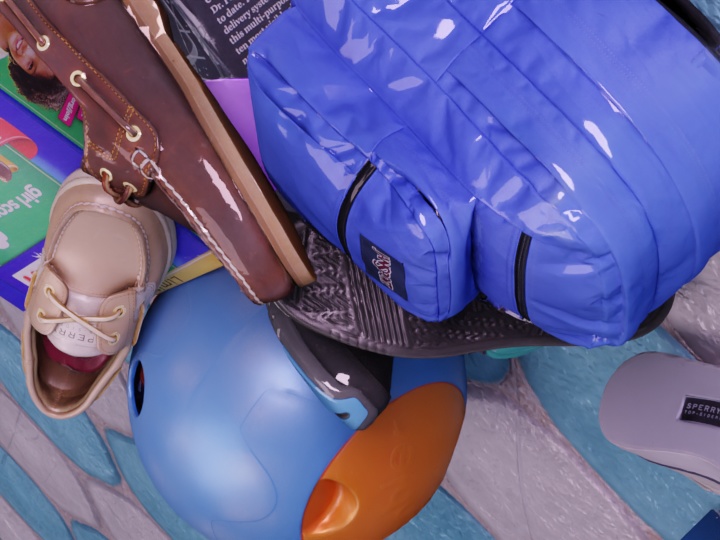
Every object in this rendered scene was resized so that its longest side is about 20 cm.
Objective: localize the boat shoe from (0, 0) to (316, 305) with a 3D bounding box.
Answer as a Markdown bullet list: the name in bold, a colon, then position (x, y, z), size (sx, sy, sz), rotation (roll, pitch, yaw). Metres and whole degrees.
- **boat shoe**: position (-0.094, -0.064, 1.087), size (0.201, 0.070, 0.070), rotation (57, 179, 13)

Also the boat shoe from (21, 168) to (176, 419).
- **boat shoe**: position (-0.148, 0.019, 1.351), size (0.073, 0.069, 0.200), rotation (17, 147, -1)

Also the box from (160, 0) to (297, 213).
- **box**: position (-0.073, -0.147, 1.227), size (0.200, 0.124, 0.197), rotation (14, 138, 59)

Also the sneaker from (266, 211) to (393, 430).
- **sneaker**: position (0.000, 0.000, 1.274), size (0.073, 0.082, 0.201), rotation (50, -160, -33)

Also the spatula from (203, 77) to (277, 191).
- **spatula**: position (-0.001, -0.069, 1.141), size (0.021, 0.199, 0.057), rotation (-156, 59, -74)

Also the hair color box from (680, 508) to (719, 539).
- **hair color box**: position (0.215, 0.228, 1.392), size (0.100, 0.060, 0.200), rotation (40, 158, 26)

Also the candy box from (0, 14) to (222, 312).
- **candy box**: position (-0.188, -0.060, 1.387), size (0.200, 0.077, 0.169), rotation (36, 142, -27)

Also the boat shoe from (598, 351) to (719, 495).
- **boat shoe**: position (0.201, 0.088, 1.176), size (0.070, 0.071, 0.200), rotation (28, 170, -34)

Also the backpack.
- **backpack**: position (0.063, -0.058, 1.034), size (0.200, 0.168, 0.163), rotation (41, 171, 17)

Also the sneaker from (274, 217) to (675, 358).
- **sneaker**: position (0.043, 0.001, 1.209), size (0.121, 0.199, 0.084), rotation (180, 94, -78)

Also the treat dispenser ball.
- **treat dispenser ball**: position (-0.037, 0.070, 1.431), size (0.201, 0.201, 0.201), rotation (42, 160, 19)
